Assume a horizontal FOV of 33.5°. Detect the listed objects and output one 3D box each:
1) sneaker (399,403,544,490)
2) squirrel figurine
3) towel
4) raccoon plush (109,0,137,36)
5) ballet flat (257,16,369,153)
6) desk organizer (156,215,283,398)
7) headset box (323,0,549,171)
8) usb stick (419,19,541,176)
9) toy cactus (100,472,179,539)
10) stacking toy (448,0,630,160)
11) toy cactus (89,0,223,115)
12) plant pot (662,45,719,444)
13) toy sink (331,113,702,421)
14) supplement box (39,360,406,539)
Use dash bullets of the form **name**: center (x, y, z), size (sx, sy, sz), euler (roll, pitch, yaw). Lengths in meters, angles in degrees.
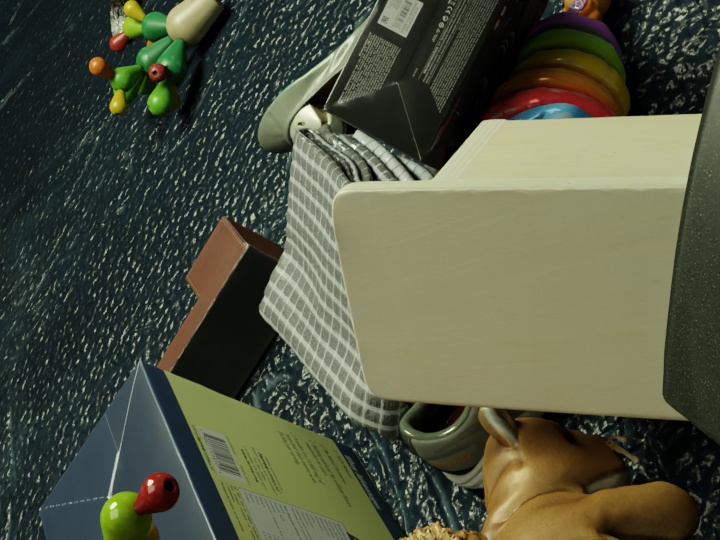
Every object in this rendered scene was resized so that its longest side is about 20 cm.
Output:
- **sneaker**: center (0.100, 0.049, 0.761), size (0.201, 0.079, 0.074), euler (-56, 35, 9)
- **squirrel figurine**: center (0.082, 0.159, 0.630), size (0.198, 0.143, 0.187), euler (-18, 37, 1)
- **towel**: center (0.000, 0.000, 0.854), size (0.200, 0.085, 0.168), euler (43, 133, 53)
- **raccoon plush**: center (-0.340, -0.413, 1.562), size (0.097, 0.133, 0.201), euler (-40, 41, 27)
- **ballet flat**: center (-0.020, -0.153, 1.053), size (0.200, 0.067, 0.064), euler (-40, 48, 30)
- **desk organizer**: center (-0.135, 0.060, 1.061), size (0.201, 0.071, 0.077), euler (-57, 33, 8)
- **headset box**: center (0.059, -0.148, 0.813), size (0.077, 0.200, 0.150), euler (29, 96, 11)
- **usb stick**: center (0.083, -0.108, 0.921), size (0.055, 0.032, 0.202), euler (27, 90, 47)
- **toy cactus**: center (-0.108, 0.213, 0.620), size (0.164, 0.102, 0.202), euler (-23, 95, 31)
- **stacking toy**: center (0.144, -0.132, 0.817), size (0.116, 0.109, 0.202), euler (-21, 42, 47)
- **toy cactus**: center (-0.231, -0.263, 1.369), size (0.165, 0.102, 0.201), euler (-41, 31, 13)
- **plant pot**: center (0.249, 0.019, 0.508), size (0.200, 0.198, 0.179), euler (41, 113, 54)
- **toy sink**: center (0.102, -0.007, 0.654), size (0.198, 0.132, 0.112), euler (0, 26, 25)
- **supplement box**: center (-0.077, 0.196, 0.787), size (0.135, 0.199, 0.200), euler (-53, 36, 12)
